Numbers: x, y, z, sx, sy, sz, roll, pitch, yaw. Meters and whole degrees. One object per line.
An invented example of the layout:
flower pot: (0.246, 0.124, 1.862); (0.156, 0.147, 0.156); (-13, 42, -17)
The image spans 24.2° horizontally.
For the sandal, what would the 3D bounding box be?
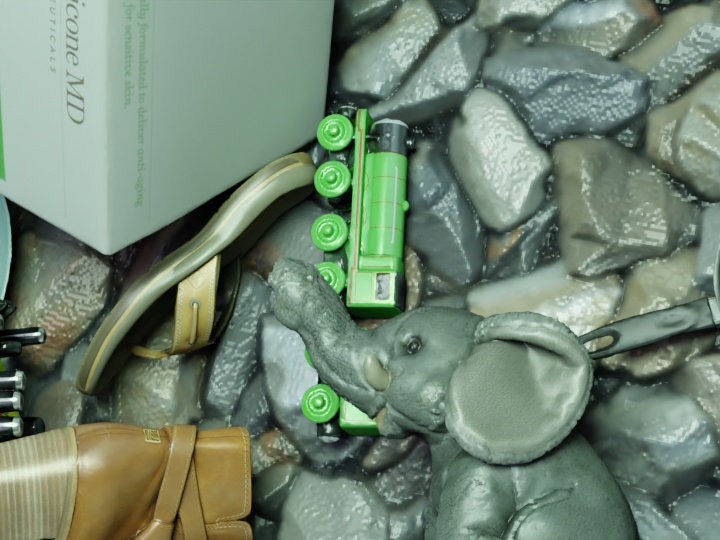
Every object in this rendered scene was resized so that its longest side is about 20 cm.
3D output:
sandal: (-0.093, 0.011, 1.001); (0.200, 0.080, 0.054); (-42, 86, 4)

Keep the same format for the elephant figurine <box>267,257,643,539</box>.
elephant figurine: (0.061, 0.077, 0.867); (0.141, 0.154, 0.202); (-19, 77, 42)

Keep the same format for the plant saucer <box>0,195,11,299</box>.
plant saucer: (-0.304, 0.003, 1.109); (0.199, 0.039, 0.203); (-6, 75, 23)

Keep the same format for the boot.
boot: (-0.139, 0.165, 0.967); (0.153, 0.202, 0.077); (-5, 34, -16)

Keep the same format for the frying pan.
frying pan: (0.213, 0.027, 0.876); (0.190, 0.031, 0.115); (-41, 64, 13)

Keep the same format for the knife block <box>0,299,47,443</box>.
knife block: (-0.275, 0.084, 0.964); (0.175, 0.064, 0.200); (43, 95, 26)

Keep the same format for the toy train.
toy train: (0.000, 0.000, 0.975); (0.056, 0.042, 0.202); (0, 76, 14)

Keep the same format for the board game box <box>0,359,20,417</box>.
board game box: (-0.271, 0.077, 1.026); (0.101, 0.048, 0.202); (-29, 69, 13)

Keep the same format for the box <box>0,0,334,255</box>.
box: (-0.133, -0.156, 0.946); (0.170, 0.200, 0.201); (27, 129, 27)
